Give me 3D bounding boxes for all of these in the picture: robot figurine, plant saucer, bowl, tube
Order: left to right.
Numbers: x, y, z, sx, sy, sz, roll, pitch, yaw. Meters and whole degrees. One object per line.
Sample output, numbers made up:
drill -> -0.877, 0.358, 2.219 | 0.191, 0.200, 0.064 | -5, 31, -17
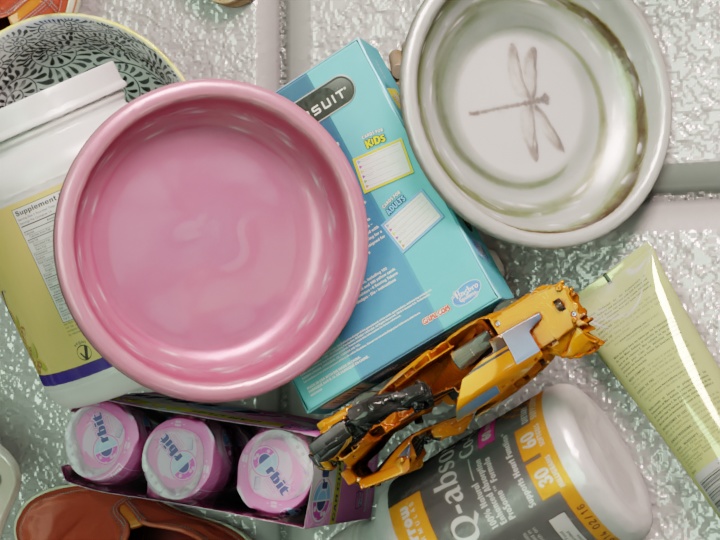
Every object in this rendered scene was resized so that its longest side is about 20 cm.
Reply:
bowl -> -0.196, -0.092, 1.380 | 0.200, 0.094, 0.202 | 2, 104, 10
plant saucer -> -0.096, -0.019, 1.193 | 0.200, 0.051, 0.201 | 0, 90, -18
robot figurine -> 0.057, 0.077, 1.200 | 0.200, 0.145, 0.058 | -34, 81, 7
plant saucer -> 0.109, -0.111, 1.250 | 0.050, 0.199, 0.201 | 163, 103, -65
tube -> 0.213, 0.081, 1.239 | 0.058, 0.052, 0.200 | -24, 69, -23

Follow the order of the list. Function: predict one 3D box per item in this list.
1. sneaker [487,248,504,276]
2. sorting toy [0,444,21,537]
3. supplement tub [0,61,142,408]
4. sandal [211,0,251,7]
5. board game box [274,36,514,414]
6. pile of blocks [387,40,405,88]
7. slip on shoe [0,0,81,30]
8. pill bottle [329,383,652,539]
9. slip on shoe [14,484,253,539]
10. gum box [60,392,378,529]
sneaker -> 0.000, 0.000, 1.316 | 0.199, 0.074, 0.082 | -16, 84, 20
sorting toy -> -0.341, 0.171, 1.426 | 0.180, 0.107, 0.201 | 19, 95, 25
supplement tub -> -0.180, -0.024, 1.269 | 0.145, 0.145, 0.201 | -21, 98, 20
sandal -> -0.162, -0.273, 1.402 | 0.212, 0.070, 0.078 | 40, 102, 20
board game box -> -0.011, -0.028, 1.258 | 0.151, 0.047, 0.200 | -31, 77, 13
pile of blocks -> 0.034, -0.119, 1.323 | 0.200, 0.062, 0.082 | -42, 105, 13
slip on shoe -> -0.255, -0.199, 1.432 | 0.074, 0.061, 0.201 | 22, 97, 52
pill bottle -> 0.082, 0.170, 1.249 | 0.200, 0.116, 0.117 | -33, 75, 17
slip on shoe -> -0.169, 0.199, 1.374 | 0.199, 0.061, 0.074 | 10, 93, 24
gum box -> -0.100, 0.130, 1.328 | 0.199, 0.113, 0.066 | 7, 90, 23
